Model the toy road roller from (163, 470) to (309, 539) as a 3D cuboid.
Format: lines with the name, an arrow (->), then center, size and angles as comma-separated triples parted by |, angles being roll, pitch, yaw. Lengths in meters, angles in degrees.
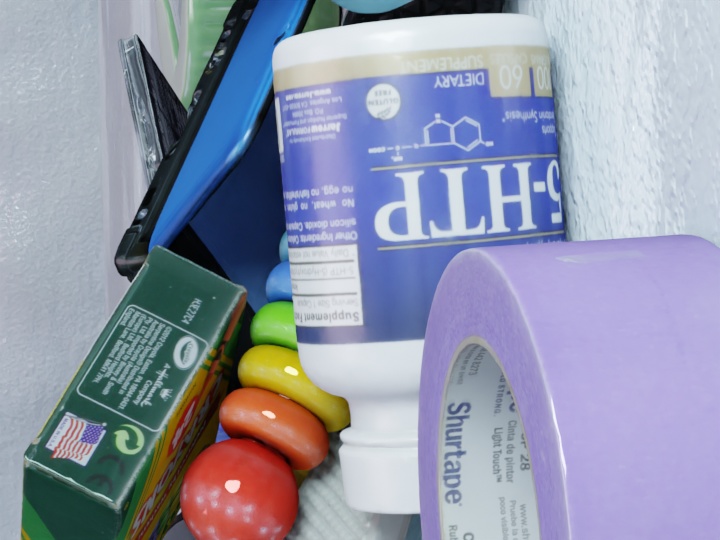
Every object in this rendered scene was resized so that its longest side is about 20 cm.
toy road roller -> -0.004, 0.157, 1.062 | 0.146, 0.123, 0.200 | -56, 42, -1

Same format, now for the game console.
game console -> -0.031, -0.061, 1.011 | 0.171, 0.118, 0.200 | 55, -140, -35

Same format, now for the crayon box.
crayon box -> -0.112, 0.094, 0.971 | 0.127, 0.051, 0.200 | -62, -6, -31

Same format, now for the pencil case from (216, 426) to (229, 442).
pencil case -> -0.072, 0.021, 1.322 | 0.087, 0.078, 0.201 | 49, -132, -62

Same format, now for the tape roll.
tape roll -> 0.084, 0.089, 0.728 | 0.200, 0.085, 0.201 | 176, 90, -78

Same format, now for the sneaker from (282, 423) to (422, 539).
sneaker -> 0.019, 0.113, 0.958 | 0.074, 0.082, 0.200 | -12, 45, 46

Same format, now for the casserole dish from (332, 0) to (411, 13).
casserole dish -> 0.017, -0.183, 0.919 | 0.039, 0.121, 0.200 | 55, -169, -39

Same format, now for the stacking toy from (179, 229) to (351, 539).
stacking toy -> -0.022, 0.041, 0.943 | 0.200, 0.085, 0.085 | -64, 2, -20

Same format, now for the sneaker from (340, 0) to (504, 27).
sneaker -> 0.019, -0.108, 0.997 | 0.200, 0.071, 0.083 | 114, 169, -49

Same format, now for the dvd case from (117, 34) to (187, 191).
dvd case -> -0.080, -0.018, 1.138 | 0.200, 0.016, 0.149 | 59, -168, -50

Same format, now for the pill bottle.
pill bottle -> 0.029, -0.003, 0.867 | 0.120, 0.119, 0.201 | -177, 81, -78

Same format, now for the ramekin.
ramekin -> -0.082, -0.196, 1.379 | 0.200, 0.097, 0.201 | 176, 90, -78
